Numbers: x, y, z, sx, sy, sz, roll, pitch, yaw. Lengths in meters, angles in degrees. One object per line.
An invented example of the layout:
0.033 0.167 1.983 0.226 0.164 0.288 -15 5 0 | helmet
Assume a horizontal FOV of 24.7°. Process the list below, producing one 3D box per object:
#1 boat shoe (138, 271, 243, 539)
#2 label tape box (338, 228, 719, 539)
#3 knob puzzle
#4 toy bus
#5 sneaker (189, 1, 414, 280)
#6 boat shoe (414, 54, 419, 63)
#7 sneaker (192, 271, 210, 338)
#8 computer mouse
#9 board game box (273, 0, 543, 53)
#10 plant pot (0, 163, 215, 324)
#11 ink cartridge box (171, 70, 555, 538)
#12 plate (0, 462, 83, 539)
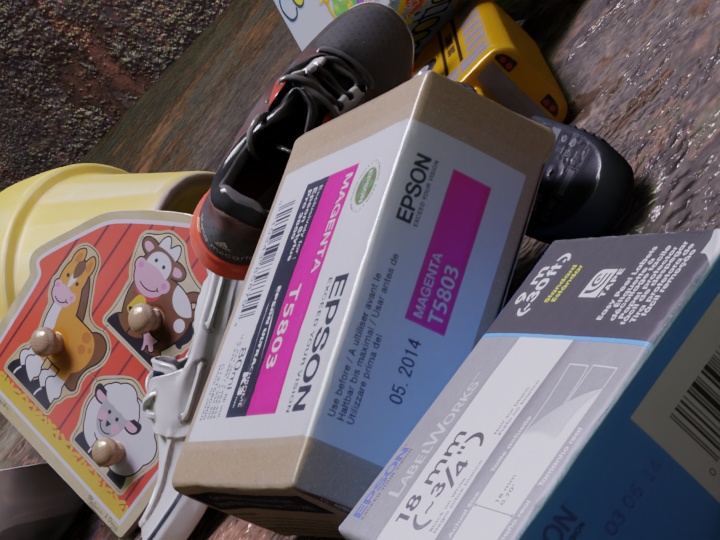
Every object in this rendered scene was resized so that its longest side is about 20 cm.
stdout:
-0.098 0.072 0.982 0.074 0.065 0.202 -176 109 -82 | boat shoe
0.064 0.062 0.598 0.145 0.063 0.200 -52 15 -13 | label tape box
-0.164 0.046 1.099 0.220 0.220 0.030 -45 -24 15 | knob puzzle
0.076 -0.105 0.998 0.078 0.065 0.200 -44 14 13 | toy bus
-0.022 -0.084 0.914 0.201 0.077 0.082 -60 -5 -28 | sneaker
0.035 -0.132 1.173 0.063 0.073 0.200 -48 13 14 | boat shoe
-0.033 -0.006 1.059 0.086 0.080 0.201 -11 45 51 | sneaker
0.075 -0.056 0.839 0.059 0.034 0.200 -61 34 4 | computer mouse
0.045 -0.216 1.110 0.199 0.104 0.105 -22 -12 -36 | board game box
-0.167 0.010 1.221 0.188 0.201 0.202 -13 35 41 | plant pot
-0.003 0.022 0.780 0.164 0.075 0.202 -19 50 64 | ink cartridge box
-0.284 0.220 1.189 0.200 0.032 0.200 -48 -12 7 | plate
